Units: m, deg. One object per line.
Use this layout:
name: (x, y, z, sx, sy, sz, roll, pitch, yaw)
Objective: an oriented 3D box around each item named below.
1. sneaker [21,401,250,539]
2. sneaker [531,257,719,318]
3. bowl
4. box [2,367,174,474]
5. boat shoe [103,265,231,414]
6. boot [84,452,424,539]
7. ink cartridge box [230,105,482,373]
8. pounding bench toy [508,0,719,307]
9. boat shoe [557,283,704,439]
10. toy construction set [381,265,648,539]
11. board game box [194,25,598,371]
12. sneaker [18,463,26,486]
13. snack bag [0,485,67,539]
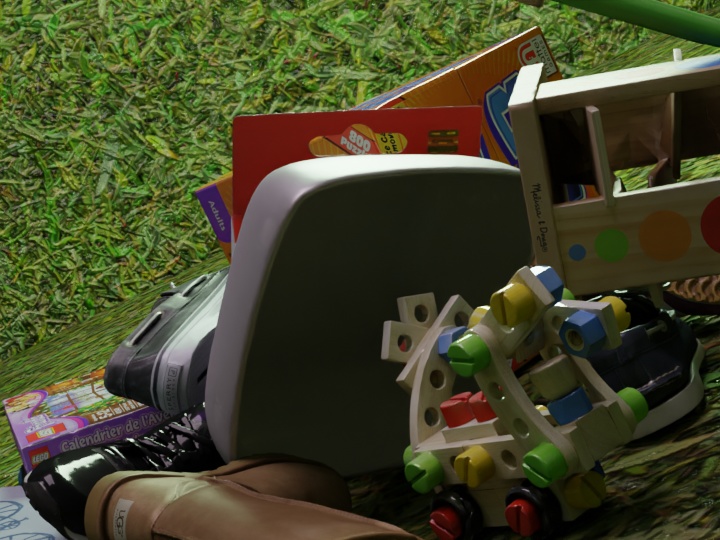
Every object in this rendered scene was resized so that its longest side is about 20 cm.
sneaker: (-0.114, 0.109, 1.100, 0.088, 0.076, 0.200, -54, -26, 17)
sneaker: (0.194, -0.002, 1.176, 0.200, 0.075, 0.090, 4, -16, 34)
bowl: (-0.003, 0.019, 1.084, 0.200, 0.200, 0.075, -5, 29, -39)
box: (-0.175, 0.102, 1.310, 0.137, 0.039, 0.200, -18, 9, -13)
boat shoe: (-0.106, 0.032, 1.236, 0.071, 0.072, 0.200, 11, 21, 16)
boot: (-0.022, 0.140, 0.943, 0.175, 0.066, 0.200, -2, 4, -39)
ink cartridge box: (0.000, 0.000, 1.165, 0.160, 0.200, 0.047, -3, 28, -10)
pounding bench toy: (0.163, -0.088, 1.000, 0.156, 0.200, 0.124, -9, 13, 11)
boat shoe: (0.150, 0.042, 1.059, 0.075, 0.062, 0.200, -26, 7, 13)
toy construction set: (0.064, 0.063, 0.926, 0.092, 0.131, 0.200, -28, 8, -20)
board game box: (0.046, -0.029, 1.359, 0.200, 0.200, 0.200, -31, 8, -41)
sneaker: (-0.162, 0.151, 1.368, 0.200, 0.073, 0.082, -11, 7, 30)
snack bag: (-0.270, 0.176, 1.103, 0.200, 0.021, 0.189, -14, 10, -22)
